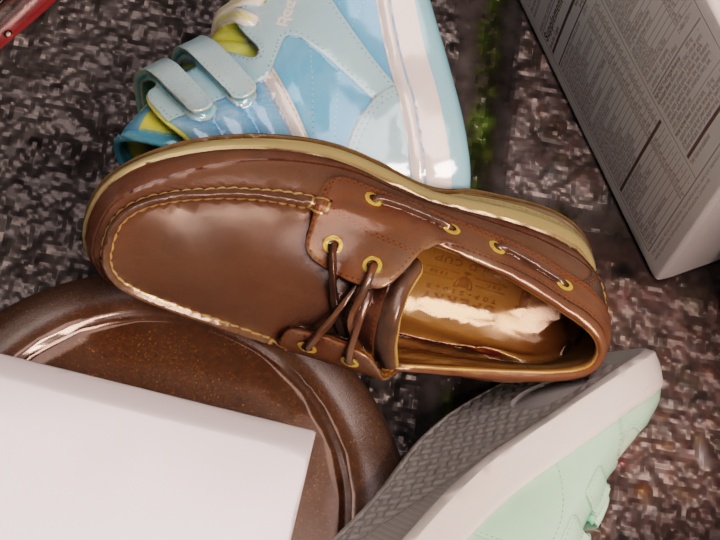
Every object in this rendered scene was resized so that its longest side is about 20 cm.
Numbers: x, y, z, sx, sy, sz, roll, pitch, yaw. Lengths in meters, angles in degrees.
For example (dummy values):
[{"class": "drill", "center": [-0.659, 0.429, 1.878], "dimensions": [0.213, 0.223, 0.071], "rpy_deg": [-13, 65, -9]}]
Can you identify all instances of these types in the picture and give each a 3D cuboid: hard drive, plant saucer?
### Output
[{"class": "hard drive", "center": [-0.127, 0.095, 0.712], "dimensions": [0.200, 0.025, 0.132], "rpy_deg": [14, 66, -2]}, {"class": "plant saucer", "center": [-0.077, 0.088, 0.754], "dimensions": [0.200, 0.032, 0.200], "rpy_deg": [3, 66, -8]}]

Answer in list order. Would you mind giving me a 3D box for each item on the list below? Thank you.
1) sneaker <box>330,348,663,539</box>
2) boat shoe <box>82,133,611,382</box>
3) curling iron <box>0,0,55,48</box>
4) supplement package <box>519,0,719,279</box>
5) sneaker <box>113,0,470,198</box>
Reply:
[{"class": "sneaker", "center": [0.060, 0.117, 0.752], "dimensions": [0.200, 0.074, 0.118], "rpy_deg": [-39, 107, -37]}, {"class": "boat shoe", "center": [0.000, 0.000, 0.748], "dimensions": [0.200, 0.072, 0.068], "rpy_deg": [10, 25, -17]}, {"class": "curling iron", "center": [-0.098, -0.143, 0.821], "dimensions": [0.200, 0.050, 0.026], "rpy_deg": [-39, 78, -11]}, {"class": "supplement package", "center": [0.158, -0.132, 0.814], "dimensions": [0.152, 0.151, 0.200], "rpy_deg": [-19, 72, -15]}, {"class": "sneaker", "center": [-0.043, -0.098, 0.810], "dimensions": [0.130, 0.080, 0.200], "rpy_deg": [-12, 69, -14]}]
